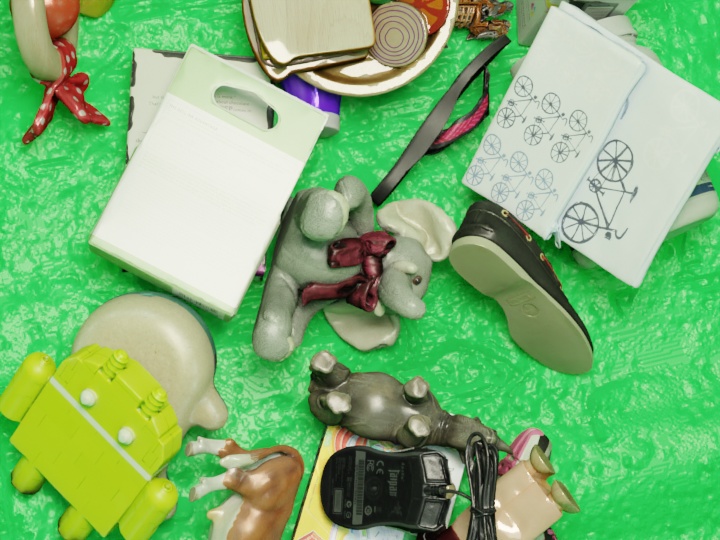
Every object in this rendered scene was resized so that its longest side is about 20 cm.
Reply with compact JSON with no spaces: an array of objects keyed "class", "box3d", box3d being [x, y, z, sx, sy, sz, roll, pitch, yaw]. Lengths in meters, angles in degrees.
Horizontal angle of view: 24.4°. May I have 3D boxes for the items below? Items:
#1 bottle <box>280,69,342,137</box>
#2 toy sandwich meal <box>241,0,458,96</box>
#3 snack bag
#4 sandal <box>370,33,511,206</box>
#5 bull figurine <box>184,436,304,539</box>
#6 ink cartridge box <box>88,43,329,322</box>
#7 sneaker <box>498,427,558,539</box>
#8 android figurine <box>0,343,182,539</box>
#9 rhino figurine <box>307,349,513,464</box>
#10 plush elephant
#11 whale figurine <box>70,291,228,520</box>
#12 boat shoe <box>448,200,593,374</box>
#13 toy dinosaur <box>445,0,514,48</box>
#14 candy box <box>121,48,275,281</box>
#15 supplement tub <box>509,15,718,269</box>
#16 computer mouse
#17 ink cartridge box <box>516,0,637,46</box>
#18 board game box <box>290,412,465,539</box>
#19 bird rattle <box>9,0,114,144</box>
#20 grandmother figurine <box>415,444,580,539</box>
[{"class":"bottle","box3d":[-0.045,-0.228,1.562,0.082,0.065,0.203,2,80,-15]},{"class":"toy sandwich meal","box3d":[-0.009,-0.251,1.488,0.202,0.070,0.208,0,88,1]},{"class":"snack bag","box3d":[0.207,-0.106,1.460,0.199,0.021,0.190,36,110,21]},{"class":"sandal","box3d":[0.084,-0.134,1.563,0.045,0.075,0.201,36,86,3]},{"class":"bull figurine","box3d":[-0.115,0.243,1.451,0.120,0.065,0.202,18,87,-28]},{"class":"ink cartridge box","box3d":[-0.134,-0.077,1.473,0.144,0.048,0.202,26,79,-2]},{"class":"sneaker","box3d":[0.155,0.247,1.508,0.086,0.074,0.203,13,84,-5]},{"class":"android figurine","box3d":[-0.228,0.146,1.424,0.182,0.200,0.041,45,36,6]},{"class":"rhino figurine","box3d":[0.043,0.127,1.469,0.198,0.088,0.060,18,73,-3]},{"class":"plush elephant","box3d":[0.000,0.000,1.481,0.153,0.200,0.166,20,108,-9]},{"class":"whale figurine","box3d":[-0.191,0.117,1.483,0.157,0.104,0.203,5,103,7]},{"class":"boat shoe","box3d":[0.156,0.018,1.521,0.202,0.073,0.064,47,47,-29]},{"class":"toy dinosaur","box3d":[0.063,-0.289,1.565,0.199,0.102,0.137,22,88,-42]},{"class":"candy box","box3d":[-0.149,-0.096,1.530,0.134,0.061,0.203,4,81,-6]},{"class":"supplement tub","box3d":[0.231,-0.118,1.540,0.143,0.145,0.202,-21,84,-10]},{"class":"computer mouse","box3d":[0.049,0.218,1.431,0.046,0.198,0.142,11,73,-48]},{"class":"ink cartridge box","box3d":[0.204,-0.306,1.539,0.084,0.200,0.150,0,80,-7]},{"class":"board game box","box3d":[0.015,0.215,1.513,0.133,0.034,0.202,18,79,-5]},{"class":"bird rattle","box3d":[-0.283,-0.222,1.492,0.111,0.163,0.202,6,70,12]},{"class":"grandmother figurine","box3d":[0.096,0.244,1.450,0.199,0.061,0.122,-37,54,8]}]
